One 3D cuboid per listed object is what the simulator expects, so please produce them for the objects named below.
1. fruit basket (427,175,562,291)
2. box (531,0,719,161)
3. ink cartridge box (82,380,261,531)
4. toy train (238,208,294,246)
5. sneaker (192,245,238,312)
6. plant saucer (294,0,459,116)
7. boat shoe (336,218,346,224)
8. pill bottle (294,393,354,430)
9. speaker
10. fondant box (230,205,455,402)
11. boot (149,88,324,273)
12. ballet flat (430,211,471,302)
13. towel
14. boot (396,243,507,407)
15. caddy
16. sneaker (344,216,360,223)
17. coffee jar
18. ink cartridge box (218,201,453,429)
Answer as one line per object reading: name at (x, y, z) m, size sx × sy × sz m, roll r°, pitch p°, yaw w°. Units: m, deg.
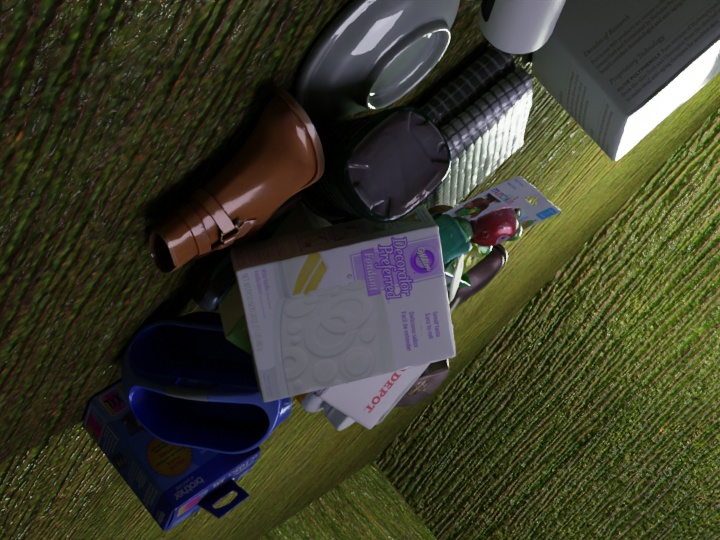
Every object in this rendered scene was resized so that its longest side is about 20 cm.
fruit basket at (0.130, -0.040, 1.454) m, size 0.199 × 0.095 × 0.185 m, roll -21°, pitch 162°, yaw 19°
box at (0.332, -0.278, 1.490) m, size 0.200 × 0.172 × 0.199 m, roll -41°, pitch 167°, yaw -1°
ink cartridge box at (-0.215, 0.211, 1.459) m, size 0.136 × 0.200 × 0.076 m, roll -32°, pitch 165°, yaw -34°
toy train at (-0.051, -0.077, 1.305) m, size 0.199 × 0.056 × 0.042 m, roll -36°, pitch 128°, yaw -4°
sneaker at (-0.099, 0.011, 1.367) m, size 0.199 × 0.096 × 0.079 m, roll -26°, pitch 157°, yaw -51°
plant saucer at (0.029, -0.203, 1.134) m, size 0.200 × 0.050 × 0.200 m, roll -38°, pitch 167°, yaw -10°
boat shoe at (-0.001, -0.066, 1.497) m, size 0.056 × 0.069 × 0.200 m, roll -3°, pitch 160°, yaw -12°
pill bottle at (-0.061, 0.099, 1.538) m, size 0.109 × 0.200 × 0.109 m, roll -37°, pitch 167°, yaw -10°
speaker at (0.170, -0.293, 1.174) m, size 0.081 × 0.081 × 0.200 m, roll -36°, pitch 167°, yaw -18°
fondant box at (-0.016, 0.032, 1.194) m, size 0.198 × 0.146 × 0.058 m, roll -13°, pitch -156°, yaw -7°
boot at (-0.117, -0.070, 1.107) m, size 0.154 × 0.074 × 0.200 m, roll -31°, pitch 162°, yaw -23°
ballet flat at (0.066, 0.025, 1.375) m, size 0.067 × 0.070 × 0.201 m, roll -26°, pitch 154°, yaw -46°
towel at (0.122, -0.166, 1.462) m, size 0.165 × 0.086 × 0.200 m, roll -41°, pitch 166°, yaw -6°
boot at (0.107, 0.069, 1.528) m, size 0.186 × 0.064 × 0.201 m, roll -38°, pitch -159°, yaw 27°
caddy at (-0.167, 0.122, 1.347) m, size 0.105 × 0.198 × 0.143 m, roll -28°, pitch 121°, yaw -64°
sneaker at (0.000, 0.000, 1.356) m, size 0.091 × 0.075 × 0.201 m, roll -56°, pitch 166°, yaw -35°
coffee jar at (0.001, -0.099, 1.167) m, size 0.104 × 0.086 × 0.200 m, roll -42°, pitch -165°, yaw -14°
ink cartridge box at (-0.025, 0.049, 1.280) m, size 0.146 × 0.199 × 0.084 m, roll -50°, pitch -155°, yaw 11°
